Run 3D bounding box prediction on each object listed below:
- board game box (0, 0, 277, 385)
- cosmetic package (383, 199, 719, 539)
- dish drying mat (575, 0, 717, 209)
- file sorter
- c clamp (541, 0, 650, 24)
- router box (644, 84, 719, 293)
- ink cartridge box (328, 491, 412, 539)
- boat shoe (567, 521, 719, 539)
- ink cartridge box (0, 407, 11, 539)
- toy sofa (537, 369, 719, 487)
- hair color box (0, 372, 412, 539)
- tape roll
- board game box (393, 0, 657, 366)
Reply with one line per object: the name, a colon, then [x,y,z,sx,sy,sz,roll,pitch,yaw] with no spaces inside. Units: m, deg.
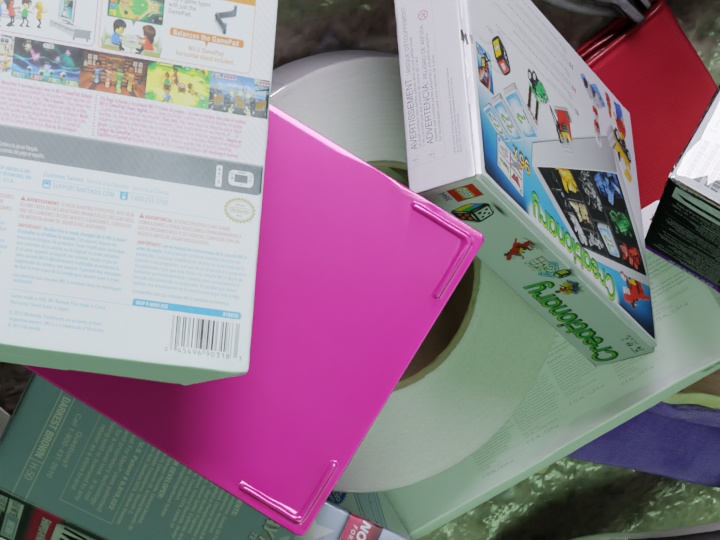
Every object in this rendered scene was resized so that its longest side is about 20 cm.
board game box: [-0.112,-0.066,1.107,0.147,0.064,0.200,9,81,-25]
cosmetic package: [0.085,0.050,1.434,0.200,0.083,0.051,-30,171,17]
dish drying mat: [0.155,-0.054,1.473,0.077,0.018,0.200,-38,136,2]
file sorter: [-0.073,-0.001,1.221,0.139,0.200,0.125,-58,178,-6]
c clamp: [0.157,-0.183,1.355,0.200,0.027,0.171,-40,137,5]
router box: [0.199,-0.097,1.327,0.200,0.051,0.149,-59,174,-9]
ink cartridge box: [-0.012,0.158,1.436,0.200,0.094,0.044,58,43,-17]
boat shoe: [0.157,0.173,1.590,0.200,0.057,0.067,-12,153,11]
ink cartridge box: [-0.125,0.155,1.403,0.117,0.200,0.067,-50,178,16]
toy sofa: [0.171,0.079,1.541,0.200,0.098,0.083,14,118,-40]
hair color box: [-0.068,0.120,1.309,0.099,0.200,0.061,122,-7,-72]
tape roll: [0.000,0.000,1.348,0.202,0.037,0.203,-4,100,-26]
board game box: [0.073,-0.053,1.289,0.035,0.126,0.200,-15,151,22]
